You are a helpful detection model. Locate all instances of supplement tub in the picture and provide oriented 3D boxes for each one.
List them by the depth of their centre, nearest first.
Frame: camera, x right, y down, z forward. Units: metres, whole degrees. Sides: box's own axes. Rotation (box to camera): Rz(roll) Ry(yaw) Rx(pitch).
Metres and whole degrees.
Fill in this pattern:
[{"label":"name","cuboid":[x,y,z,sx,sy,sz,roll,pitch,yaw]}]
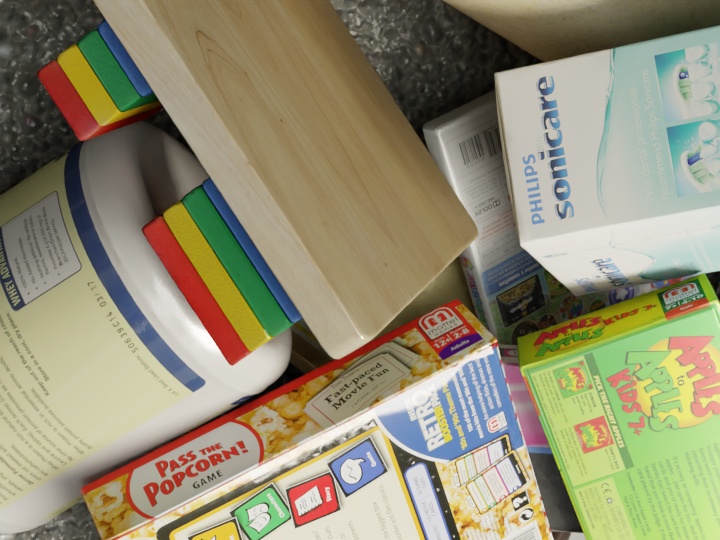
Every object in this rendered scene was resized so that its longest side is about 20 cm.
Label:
[{"label":"supplement tub","cuboid":[-0.150,0.036,0.786,0.200,0.145,0.145,-31,114,14]}]

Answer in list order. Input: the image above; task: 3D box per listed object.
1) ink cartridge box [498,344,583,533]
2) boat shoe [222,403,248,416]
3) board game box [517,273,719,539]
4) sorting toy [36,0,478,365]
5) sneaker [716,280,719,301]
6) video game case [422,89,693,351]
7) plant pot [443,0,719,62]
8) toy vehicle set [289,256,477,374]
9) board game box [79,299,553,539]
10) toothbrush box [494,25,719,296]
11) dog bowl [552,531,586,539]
[{"label":"ink cartridge box","cuboid":[0.147,0.092,0.867,0.199,0.037,0.095,2,105,0]},{"label":"boat shoe","cuboid":[-0.034,0.092,0.859,0.200,0.066,0.070,-17,113,-34]},{"label":"board game box","cuboid":[0.160,0.114,0.829,0.101,0.048,0.200,-20,104,8]},{"label":"sorting toy","cuboid":[-0.049,-0.061,0.747,0.070,0.199,0.200,-33,92,22]},{"label":"sneaker","cuboid":[0.292,0.020,0.897,0.200,0.084,0.081,-13,119,28]},{"label":"video game case","cuboid":[0.120,-0.014,0.897,0.143,0.018,0.200,-27,113,-23]},{"label":"plant pot","cuboid":[0.094,-0.184,0.773,0.183,0.200,0.201,34,98,-33]},{"label":"toy vehicle set","cuboid":[0.000,0.000,0.889,0.200,0.027,0.124,40,95,-23]},{"label":"board game box","cuboid":[-0.013,0.124,0.786,0.200,0.046,0.152,-26,125,-11]},{"label":"toothbrush box","cuboid":[0.177,-0.054,0.763,0.199,0.146,0.086,-12,77,16]},{"label":"dog bowl","cuboid":[0.176,0.173,0.926,0.199,0.059,0.201,0,94,4]}]
